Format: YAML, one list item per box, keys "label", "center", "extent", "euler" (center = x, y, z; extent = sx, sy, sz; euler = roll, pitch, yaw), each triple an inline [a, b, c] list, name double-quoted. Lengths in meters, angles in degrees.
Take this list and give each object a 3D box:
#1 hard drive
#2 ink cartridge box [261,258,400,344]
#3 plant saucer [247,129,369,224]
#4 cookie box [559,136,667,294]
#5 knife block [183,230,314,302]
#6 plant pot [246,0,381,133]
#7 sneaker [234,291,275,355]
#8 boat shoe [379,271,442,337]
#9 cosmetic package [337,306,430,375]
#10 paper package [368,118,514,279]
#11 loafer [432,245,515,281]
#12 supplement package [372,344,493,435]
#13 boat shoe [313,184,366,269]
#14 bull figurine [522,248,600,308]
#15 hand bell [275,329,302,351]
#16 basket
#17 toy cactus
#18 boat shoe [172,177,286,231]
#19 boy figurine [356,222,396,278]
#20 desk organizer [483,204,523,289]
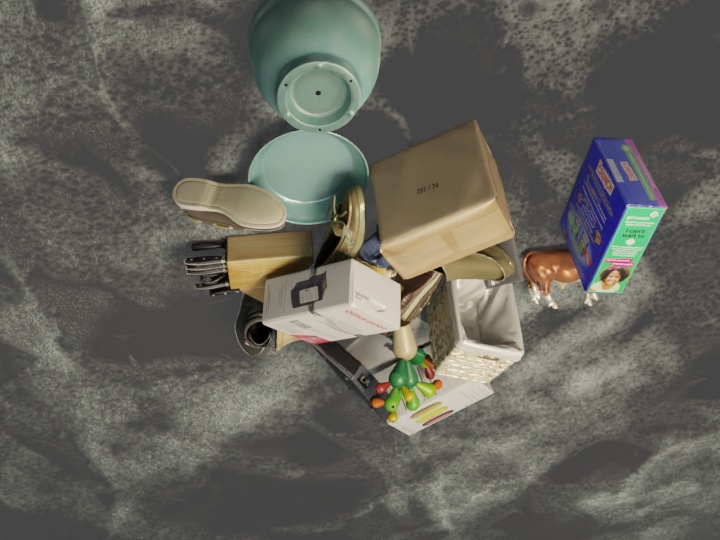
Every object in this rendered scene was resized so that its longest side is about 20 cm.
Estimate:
- label: "hard drive"
  center: [-0.010, 0.200, 1.701]
  extent: [0.042, 0.134, 0.201]
  euler: [-46, 144, -9]
- label: "ink cartridge box"
  center: [-0.048, 0.057, 1.546]
  extent: [0.198, 0.086, 0.144]
  euler: [-13, 154, 36]
- label: "plant saucer"
  center: [-0.085, -0.160, 1.477]
  extent: [0.196, 0.036, 0.202]
  euler: [-4, 137, -3]
- label: "cookie box"
  center: [0.416, -0.091, 1.516]
  extent: [0.074, 0.173, 0.202]
  euler: [0, 137, -11]
- label: "knife block"
  center: [-0.201, -0.024, 1.582]
  extent: [0.174, 0.065, 0.199]
  euler: [31, 125, -34]
- label: "plant pot"
  center: [-0.062, -0.282, 1.281]
  extent: [0.197, 0.136, 0.202]
  euler: [-4, 137, -4]
- label: "sneaker"
  center: [-0.201, 0.121, 1.709]
  extent: [0.069, 0.100, 0.202]
  euler: [1, 137, -11]
- label: "boat shoe"
  center: [0.101, 0.035, 1.661]
  extent: [0.203, 0.075, 0.075]
  euler: [-51, 144, 10]
- label: "cosmetic package"
  center: [0.057, 0.138, 1.796]
  extent: [0.150, 0.052, 0.200]
  euler: [29, 126, -28]
- label: "paper package"
  center: [0.124, -0.113, 1.439]
  extent: [0.197, 0.193, 0.104]
  euler: [-21, 139, 16]
- label: "loafer"
  center: [0.169, -0.013, 1.548]
  extent: [0.198, 0.068, 0.076]
  euler: [13, 146, 33]
- label: "supplement package"
  center: [0.142, 0.226, 1.790]
  extent: [0.198, 0.111, 0.114]
  euler: [-30, 148, 15]
- label: "boat shoe"
  center: [-0.033, -0.058, 1.508]
  extent: [0.062, 0.074, 0.202]
  euler: [3, 133, -13]
- label: "bull figurine"
  center: [0.399, 0.003, 1.676]
  extent: [0.196, 0.065, 0.124]
  euler: [-3, 104, 7]
- label: "hand bell"
  center: [-0.060, 0.104, 1.699]
  extent: [0.196, 0.105, 0.105]
  euler: [3, 136, -7]
- label: "basket"
  center: [0.204, 0.092, 1.665]
  extent: [0.134, 0.202, 0.124]
  euler: [12, 140, -19]
- label: "toy cactus"
  center: [0.079, 0.172, 1.636]
  extent: [0.101, 0.199, 0.168]
  euler: [4, 111, 36]
- label: "boat shoe"
  center: [-0.208, -0.099, 1.469]
  extent: [0.197, 0.073, 0.060]
  euler: [12, 156, 14]
- label: "boy figurine"
  center: [0.000, 0.000, 1.636]
  extent: [0.123, 0.065, 0.200]
  euler: [23, 126, -31]
- label: "desk organizer"
  center: [0.231, -0.066, 1.584]
  extent: [0.071, 0.078, 0.201]
  euler: [-14, 136, 9]
